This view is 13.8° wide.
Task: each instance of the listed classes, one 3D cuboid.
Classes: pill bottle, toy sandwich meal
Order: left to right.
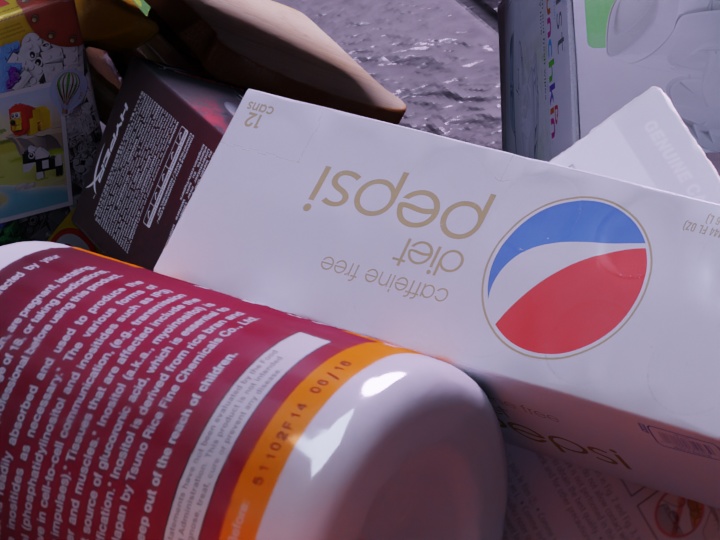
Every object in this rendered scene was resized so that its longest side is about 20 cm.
[{"bbox_3d":[-0.067,0.056,0.850,0.199,0.113,0.113,17,37,31],"label":"pill bottle"},{"bbox_3d":[-0.071,-0.106,1.316,0.205,0.070,0.205,33,21,-14],"label":"toy sandwich meal"}]

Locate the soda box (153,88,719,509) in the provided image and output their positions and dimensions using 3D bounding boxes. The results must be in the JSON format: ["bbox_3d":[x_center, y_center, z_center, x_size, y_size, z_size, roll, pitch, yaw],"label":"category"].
[{"bbox_3d":[0.043,0.008,0.858,0.199,0.064,0.068,16,71,33],"label":"soda box"}]

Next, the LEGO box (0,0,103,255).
[{"bbox_3d":[-0.206,-0.025,1.214,0.199,0.149,0.077,-23,29,-23],"label":"LEGO box"}]

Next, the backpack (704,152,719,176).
[{"bbox_3d":[0.133,0.040,0.966,0.199,0.151,0.178,8,38,36],"label":"backpack"}]

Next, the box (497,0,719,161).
[{"bbox_3d":[0.162,-0.072,1.134,0.199,0.097,0.176,-2,-5,-5],"label":"box"}]

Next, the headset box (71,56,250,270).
[{"bbox_3d":[0.000,0.000,1.110,0.148,0.075,0.200,14,14,-30],"label":"headset box"}]

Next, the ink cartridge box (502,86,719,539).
[{"bbox_3d":[0.050,0.065,0.895,0.200,0.057,0.163,-33,55,5],"label":"ink cartridge box"}]
